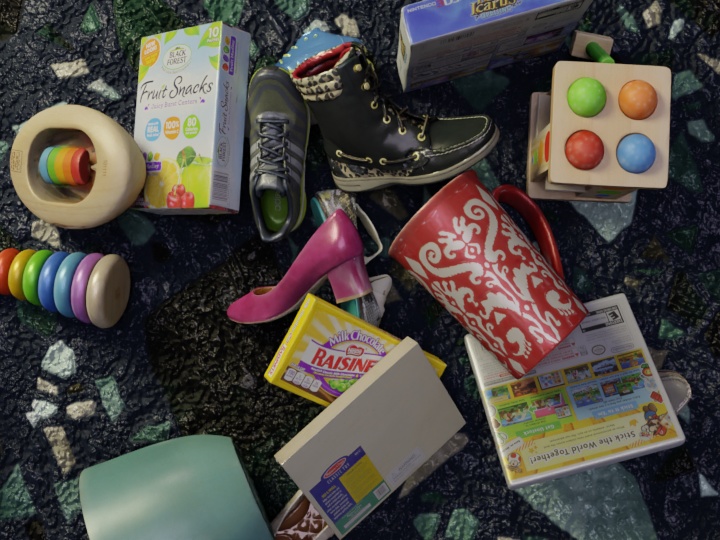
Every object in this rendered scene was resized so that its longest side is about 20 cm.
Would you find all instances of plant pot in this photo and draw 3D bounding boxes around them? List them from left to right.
[{"bbox_3d":[-0.185,0.274,0.885,0.159,0.201,0.203,-23,87,-10],"label":"plant pot"}]

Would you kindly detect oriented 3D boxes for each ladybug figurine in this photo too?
[{"bbox_3d":[-0.319,-0.117,0.936,0.197,0.072,0.138,11,98,28],"label":"ladybug figurine"}]

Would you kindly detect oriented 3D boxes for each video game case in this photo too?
[{"bbox_3d":[0.139,-0.265,0.900,0.196,0.181,0.046,-15,86,0],"label":"video game case"},{"bbox_3d":[0.235,0.133,0.924,0.196,0.023,0.185,-14,60,0],"label":"video game case"}]

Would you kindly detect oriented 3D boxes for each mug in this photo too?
[{"bbox_3d":[0.159,-0.006,0.902,0.177,0.134,0.200,-41,79,-6],"label":"mug"}]

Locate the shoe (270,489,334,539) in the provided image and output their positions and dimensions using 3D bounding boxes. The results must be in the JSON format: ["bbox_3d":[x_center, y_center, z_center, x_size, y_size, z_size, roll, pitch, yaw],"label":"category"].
[{"bbox_3d":[-0.051,0.283,0.946,0.070,0.053,0.200,44,89,2],"label":"shoe"}]

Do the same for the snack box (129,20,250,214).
[{"bbox_3d":[-0.196,-0.168,0.934,0.140,0.053,0.204,3,87,36],"label":"snack box"}]

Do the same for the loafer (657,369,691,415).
[{"bbox_3d":[0.293,0.173,0.939,0.197,0.063,0.073,-22,88,0],"label":"loafer"}]

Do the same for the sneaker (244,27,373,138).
[{"bbox_3d":[-0.076,-0.223,0.969,0.196,0.076,0.107,-8,59,10],"label":"sneaker"}]

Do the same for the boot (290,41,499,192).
[{"bbox_3d":[0.034,-0.169,0.874,0.200,0.074,0.155,-9,130,26],"label":"boot"}]

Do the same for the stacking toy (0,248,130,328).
[{"bbox_3d":[-0.375,0.011,0.957,0.196,0.085,0.087,9,88,8],"label":"stacking toy"}]

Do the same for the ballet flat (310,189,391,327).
[{"bbox_3d":[0.000,0.000,0.952,0.071,0.072,0.204,-16,89,0],"label":"ballet flat"}]

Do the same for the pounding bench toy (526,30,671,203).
[{"bbox_3d":[0.262,-0.187,0.907,0.122,0.156,0.204,3,87,1],"label":"pounding bench toy"}]

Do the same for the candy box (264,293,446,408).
[{"bbox_3d":[-0.001,0.111,0.914,0.198,0.026,0.103,28,91,-31],"label":"candy box"}]

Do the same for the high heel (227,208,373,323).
[{"bbox_3d":[-0.082,0.000,0.922,0.197,0.067,0.098,-14,99,34],"label":"high heel"}]

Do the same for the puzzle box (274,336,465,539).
[{"bbox_3d":[0.014,0.187,0.913,0.199,0.025,0.134,-39,119,-13],"label":"puzzle box"}]

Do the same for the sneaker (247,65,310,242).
[{"bbox_3d":[-0.092,-0.124,0.911,0.072,0.081,0.203,-2,115,3],"label":"sneaker"}]
